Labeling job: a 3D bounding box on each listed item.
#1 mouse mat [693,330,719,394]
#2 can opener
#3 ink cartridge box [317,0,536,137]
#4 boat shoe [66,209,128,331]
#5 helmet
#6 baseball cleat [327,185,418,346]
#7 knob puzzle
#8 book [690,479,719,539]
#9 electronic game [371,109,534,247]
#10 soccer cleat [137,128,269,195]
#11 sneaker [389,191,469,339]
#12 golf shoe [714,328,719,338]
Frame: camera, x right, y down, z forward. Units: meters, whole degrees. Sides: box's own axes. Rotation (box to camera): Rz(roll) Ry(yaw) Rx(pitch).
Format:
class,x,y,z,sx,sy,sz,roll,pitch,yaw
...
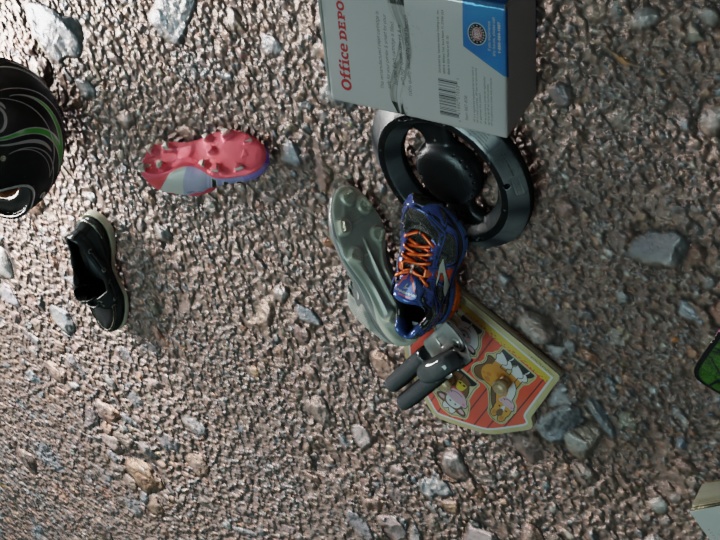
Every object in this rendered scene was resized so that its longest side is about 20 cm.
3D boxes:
class,x,y,z,sx,sy,sz,roll,pitch,yaw
mouse mat,0.427,0.097,1.383,0.198,0.008,0.162,30,131,6
can opener,0.072,0.113,1.717,0.053,0.066,0.200,58,154,9
ink cartridge box,0.066,-0.229,1.451,0.198,0.084,0.146,15,134,23
boat shoe,-0.368,0.015,2.051,0.074,0.066,0.201,25,135,22
helmet,-0.469,-0.170,1.894,0.198,0.190,0.203,-3,85,36
baseball cleat,0.000,0.000,1.724,0.106,0.069,0.202,-6,109,61
knob puzzle,0.122,0.123,1.748,0.218,0.030,0.222,23,135,25
book,0.467,0.273,1.569,0.199,0.048,0.134,-21,110,45
electronic game,0.096,-0.107,1.573,0.199,0.042,0.201,28,145,22
soccer cleat,-0.179,-0.124,1.792,0.198,0.067,0.076,-2,152,35
sneaker,0.069,0.000,1.611,0.075,0.079,0.202,22,140,27
golf shoe,0.419,0.137,1.465,0.199,0.075,0.092,40,132,9
